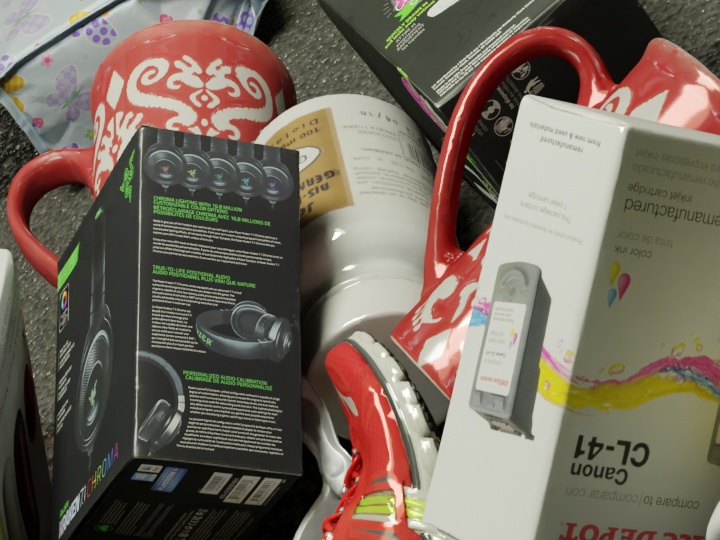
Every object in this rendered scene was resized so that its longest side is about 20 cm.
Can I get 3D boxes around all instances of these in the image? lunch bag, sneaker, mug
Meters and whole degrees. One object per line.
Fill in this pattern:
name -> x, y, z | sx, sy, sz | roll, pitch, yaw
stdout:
lunch bag -> -0.168, -0.187, 1.948 | 0.199, 0.127, 0.170 | -30, 34, 3
sneaker -> 0.008, 0.117, 1.316 | 0.084, 0.077, 0.201 | -20, 57, 2
mug -> -0.119, -0.027, 1.702 | 0.177, 0.133, 0.201 | -37, 34, 27
mug -> 0.111, -0.009, 1.398 | 0.200, 0.133, 0.178 | -45, 50, 0

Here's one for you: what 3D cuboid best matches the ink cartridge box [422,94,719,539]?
ink cartridge box -> 0.127, 0.035, 1.249 | 0.085, 0.147, 0.201 | 19, 99, 55

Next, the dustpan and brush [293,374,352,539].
dustpan and brush -> 0.005, 0.128, 1.390 | 0.139, 0.057, 0.200 | -35, 41, 6

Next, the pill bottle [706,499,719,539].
pill bottle -> 0.239, 0.061, 1.207 | 0.111, 0.111, 0.201 | 0, 50, 47

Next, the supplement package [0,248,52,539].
supplement package -> -0.261, 0.125, 1.534 | 0.146, 0.201, 0.192 | 0, 41, 4

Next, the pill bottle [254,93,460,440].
pill bottle -> 0.000, 0.000, 1.535 | 0.114, 0.114, 0.201 | -32, 34, 13

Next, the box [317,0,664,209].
box -> 0.088, -0.114, 1.554 | 0.124, 0.149, 0.200 | -40, 31, 0

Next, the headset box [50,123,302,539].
headset box -> -0.099, 0.042, 1.477 | 0.174, 0.092, 0.201 | 130, 144, -58
